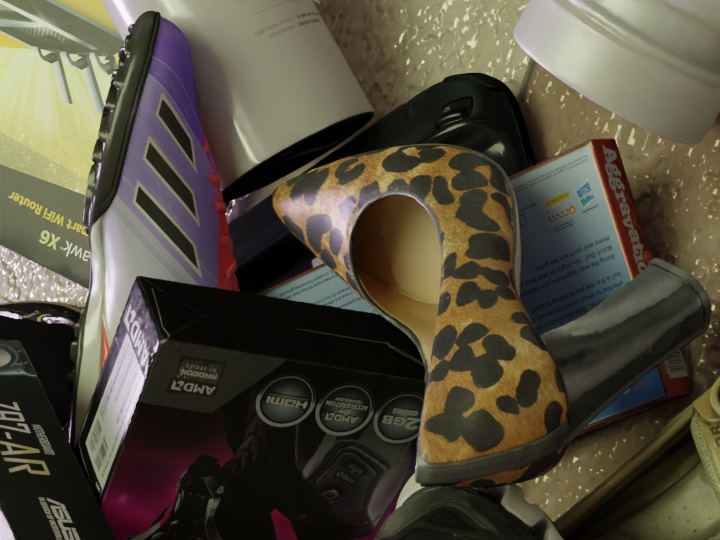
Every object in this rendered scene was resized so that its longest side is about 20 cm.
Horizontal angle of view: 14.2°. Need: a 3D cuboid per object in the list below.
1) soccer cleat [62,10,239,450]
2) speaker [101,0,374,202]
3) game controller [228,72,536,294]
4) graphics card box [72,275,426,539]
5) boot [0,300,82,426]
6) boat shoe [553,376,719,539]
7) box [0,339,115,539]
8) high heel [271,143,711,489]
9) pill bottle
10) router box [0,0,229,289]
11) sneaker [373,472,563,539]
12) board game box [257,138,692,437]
[{"bbox_3d":[-0.078,-0.006,1.192,0.068,0.073,0.201,-93,9,-77],"label":"soccer cleat"},{"bbox_3d":[-0.074,-0.131,1.226,0.081,0.081,0.200,-33,84,37],"label":"speaker"},{"bbox_3d":[0.000,0.000,1.220,0.200,0.042,0.105,-33,69,38],"label":"game controller"},{"bbox_3d":[-0.057,0.104,1.138,0.051,0.125,0.200,-117,44,-55],"label":"graphics card box"},{"bbox_3d":[-0.175,0.044,1.306,0.200,0.150,0.073,26,96,50],"label":"boot"},{"bbox_3d":[0.119,0.085,1.028,0.201,0.063,0.073,-40,50,33],"label":"boat shoe"},{"bbox_3d":[-0.162,0.149,1.146,0.160,0.043,0.201,54,130,55],"label":"box"},{"bbox_3d":[0.009,0.015,1.060,0.200,0.142,0.072,20,127,36],"label":"high heel"},{"bbox_3d":[0.140,-0.150,1.050,0.112,0.112,0.200,45,111,46],"label":"pill bottle"},{"bbox_3d":[-0.142,-0.091,1.324,0.200,0.052,0.158,25,97,20],"label":"router box"},{"bbox_3d":[0.079,0.142,0.982,0.200,0.090,0.067,35,115,15],"label":"sneaker"},{"bbox_3d":[0.036,0.030,1.149,0.200,0.019,0.103,-24,77,39],"label":"board game box"}]
